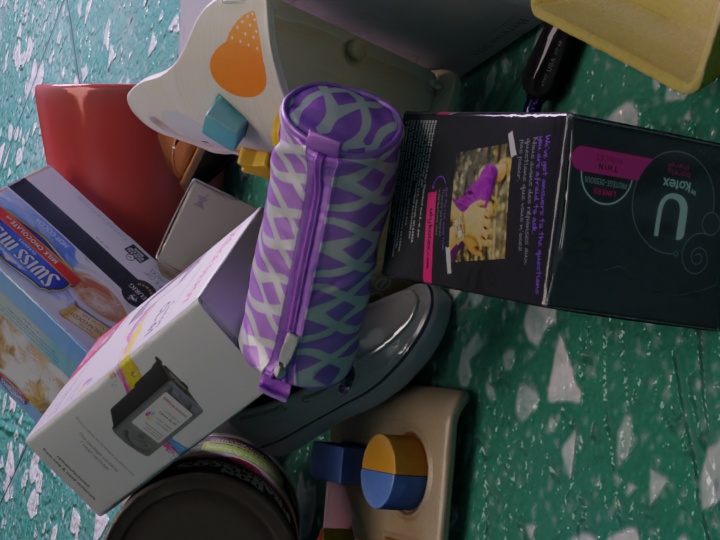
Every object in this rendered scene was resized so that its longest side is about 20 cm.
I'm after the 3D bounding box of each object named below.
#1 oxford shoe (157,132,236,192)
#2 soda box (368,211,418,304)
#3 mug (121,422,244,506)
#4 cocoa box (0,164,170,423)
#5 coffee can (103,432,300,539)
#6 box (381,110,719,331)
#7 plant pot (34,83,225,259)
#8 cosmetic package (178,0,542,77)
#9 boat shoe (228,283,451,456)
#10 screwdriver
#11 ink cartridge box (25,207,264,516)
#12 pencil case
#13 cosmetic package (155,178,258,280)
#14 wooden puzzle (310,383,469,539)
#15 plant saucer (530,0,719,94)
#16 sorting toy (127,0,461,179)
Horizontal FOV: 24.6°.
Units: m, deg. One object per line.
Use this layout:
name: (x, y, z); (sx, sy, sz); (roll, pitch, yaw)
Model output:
oxford shoe: (-0.133, -0.110, 1.319); (0.071, 0.071, 0.200); (52, 164, -3)
soda box: (0.000, 0.000, 1.243); (0.201, 0.067, 0.064); (-59, 34, 39)
mug: (-0.150, 0.112, 1.444); (0.154, 0.148, 0.187); (-62, 38, 20)
cocoa box: (-0.273, 0.032, 1.484); (0.200, 0.131, 0.134); (41, 134, 15)
coffee can: (-0.118, 0.211, 1.260); (0.200, 0.145, 0.148); (-131, 51, -86)
box: (0.111, -0.033, 0.963); (0.200, 0.121, 0.107); (13, 95, 64)
plant pot: (-0.216, -0.092, 1.593); (0.200, 0.198, 0.180); (-168, 77, -64)
cosmetic package: (0.000, -0.214, 1.154); (0.199, 0.198, 0.124); (-28, 58, 59)
boat shoe: (-0.022, 0.068, 1.206); (0.200, 0.065, 0.074); (-39, 36, 23)
screwdriver: (0.107, -0.081, 1.103); (0.028, 0.029, 0.202); (-124, 44, -53)
ink cartridge box: (-0.129, 0.065, 1.187); (0.200, 0.086, 0.148); (-39, 12, 30)
pencil case: (-0.029, -0.017, 1.026); (0.086, 0.083, 0.202); (-47, -26, -52)
cosmetic package: (-0.107, -0.011, 1.341); (0.072, 0.104, 0.200); (-64, 2, -6)
wooden puzzle: (0.006, 0.179, 1.193); (0.185, 0.046, 0.202); (-1, 79, 64)
plant saucer: (0.187, -0.217, 0.946); (0.200, 0.048, 0.202); (45, 122, 59)
sorting toy: (-0.063, -0.108, 1.140); (0.179, 0.199, 0.108); (-1, 77, 43)
